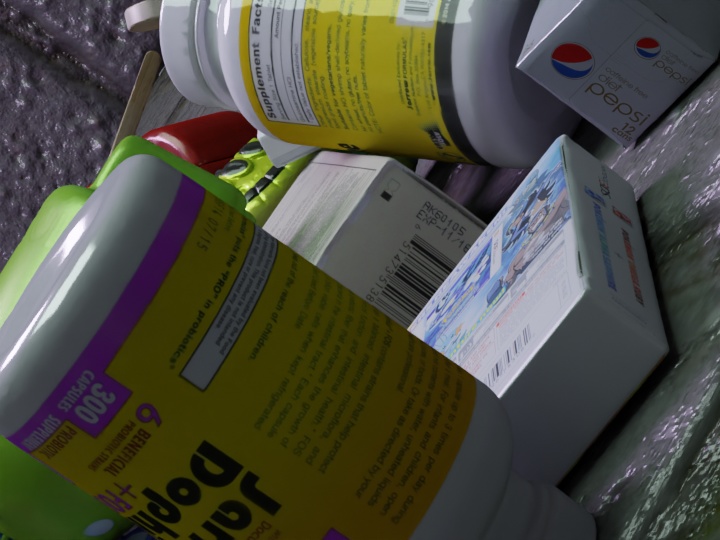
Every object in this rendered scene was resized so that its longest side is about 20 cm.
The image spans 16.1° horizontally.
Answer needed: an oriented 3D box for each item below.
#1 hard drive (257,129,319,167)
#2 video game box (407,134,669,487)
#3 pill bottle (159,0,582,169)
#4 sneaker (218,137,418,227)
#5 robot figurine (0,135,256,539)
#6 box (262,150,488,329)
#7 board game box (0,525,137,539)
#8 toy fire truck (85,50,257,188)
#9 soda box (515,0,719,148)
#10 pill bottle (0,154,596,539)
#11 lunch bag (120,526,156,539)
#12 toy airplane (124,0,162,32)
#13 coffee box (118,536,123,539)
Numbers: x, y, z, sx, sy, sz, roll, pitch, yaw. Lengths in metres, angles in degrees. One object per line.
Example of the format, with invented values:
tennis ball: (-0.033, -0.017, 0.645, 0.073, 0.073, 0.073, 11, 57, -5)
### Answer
hard drive: (0.044, -0.129, 1.352, 0.199, 0.027, 0.132, -24, 22, 17)
video game box: (0.038, 0.060, 0.989, 0.200, 0.047, 0.182, -52, 13, 18)
pill bottle: (0.005, -0.113, 1.222, 0.199, 0.113, 0.113, 9, 57, 35)
sneaker: (0.000, -0.070, 1.445, 0.200, 0.084, 0.074, -40, 41, -12)
robot figurine: (-0.125, 0.042, 1.195, 0.201, 0.115, 0.176, -61, -8, -10)
box: (0.000, 0.000, 1.244, 0.095, 0.077, 0.200, -56, 11, -2)
board game box: (-0.172, 0.123, 1.261, 0.039, 0.159, 0.200, 4, 39, 35)
toy fire truck: (-0.118, -0.055, 1.606, 0.128, 0.201, 0.176, -18, -18, -41)
soda box: (0.133, -0.149, 1.145, 0.068, 0.063, 0.201, -45, 16, 41)
pill bottle: (-0.021, 0.057, 0.841, 0.105, 0.199, 0.104, -53, 11, 15)
lunch bag: (-0.130, 0.214, 1.181, 0.200, 0.082, 0.161, -48, 9, 29)
toy airplane: (-0.016, -0.179, 1.529, 0.199, 0.199, 0.142, -33, 59, 33)
coffee box: (-0.150, 0.209, 1.373, 0.201, 0.044, 0.123, -56, 11, -3)
